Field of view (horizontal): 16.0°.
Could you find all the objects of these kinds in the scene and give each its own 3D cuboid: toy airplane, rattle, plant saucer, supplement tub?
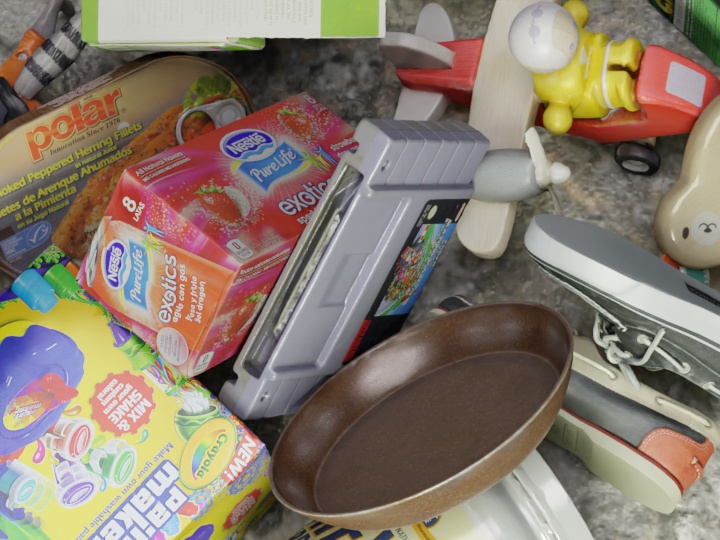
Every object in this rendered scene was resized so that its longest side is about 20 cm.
[{"bbox_3d":[0.106,-0.133,1.638,0.198,0.141,0.201,-31,71,-6],"label":"toy airplane"},{"bbox_3d":[0.249,-0.028,1.576,0.200,0.131,0.143,-38,33,-11],"label":"rattle"},{"bbox_3d":[0.041,0.090,1.503,0.199,0.200,0.035,-32,112,-6],"label":"plant saucer"},{"bbox_3d":[0.036,0.194,1.526,0.199,0.145,0.145,-32,71,-7],"label":"supplement tub"}]

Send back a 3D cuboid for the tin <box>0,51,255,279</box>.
[{"bbox_3d":[-0.162,-0.068,1.657,0.199,0.113,0.042,-27,25,-13],"label":"tin"}]

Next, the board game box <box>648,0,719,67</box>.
[{"bbox_3d":[0.225,-0.187,1.615,0.023,0.200,0.105,-43,73,-10],"label":"board game box"}]

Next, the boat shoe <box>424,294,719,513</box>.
[{"bbox_3d":[0.131,0.072,1.601,0.199,0.071,0.063,34,70,14],"label":"boat shoe"}]

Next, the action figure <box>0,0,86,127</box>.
[{"bbox_3d":[-0.257,-0.119,1.689,0.193,0.105,0.200,-35,74,-18],"label":"action figure"}]

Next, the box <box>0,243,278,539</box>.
[{"bbox_3d":[-0.185,0.131,1.581,0.192,0.122,0.200,41,79,16],"label":"box"}]

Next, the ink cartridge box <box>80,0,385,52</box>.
[{"bbox_3d":[-0.070,-0.212,1.606,0.198,0.076,0.149,1,91,16],"label":"ink cartridge box"}]

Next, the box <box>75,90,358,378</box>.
[{"bbox_3d":[-0.069,-0.026,1.584,0.100,0.096,0.200,38,34,18],"label":"box"}]

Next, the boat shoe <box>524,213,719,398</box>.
[{"bbox_3d":[0.179,0.033,1.569,0.198,0.074,0.068,25,110,-19],"label":"boat shoe"}]

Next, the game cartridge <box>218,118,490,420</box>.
[{"bbox_3d":[0.000,0.000,1.565,0.038,0.129,0.201,38,111,29],"label":"game cartridge"}]
